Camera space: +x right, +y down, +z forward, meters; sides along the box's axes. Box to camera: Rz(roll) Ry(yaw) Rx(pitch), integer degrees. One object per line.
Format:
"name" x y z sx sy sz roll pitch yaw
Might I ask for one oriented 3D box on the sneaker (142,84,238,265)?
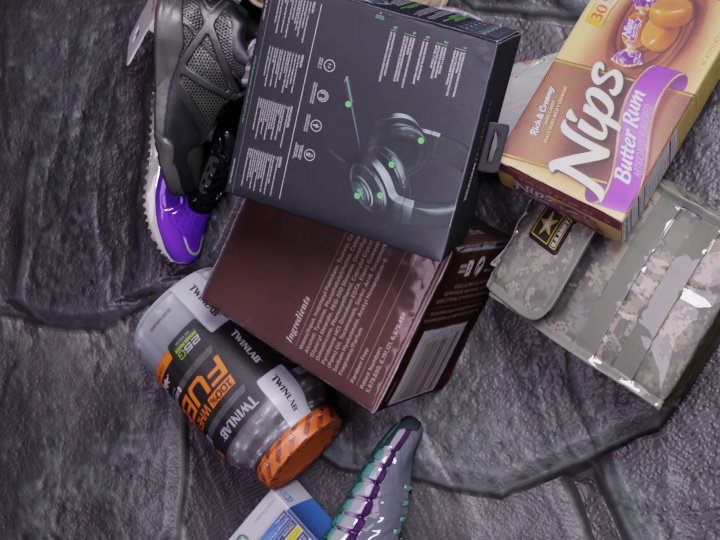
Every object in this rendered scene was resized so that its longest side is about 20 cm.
"sneaker" -0.157 -0.105 1.306 0.098 0.069 0.203 3 94 23

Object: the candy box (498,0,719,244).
"candy box" 0.207 -0.137 1.047 0.116 0.057 0.201 29 79 20

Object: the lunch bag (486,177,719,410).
"lunch bag" 0.218 -0.006 1.107 0.199 0.117 0.165 34 99 22

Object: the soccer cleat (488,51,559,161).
"soccer cleat" 0.174 -0.168 1.150 0.200 0.069 0.078 -43 70 23

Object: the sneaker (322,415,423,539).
"sneaker" 0.021 0.238 1.224 0.087 0.074 0.201 32 78 1

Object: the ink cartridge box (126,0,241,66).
"ink cartridge box" -0.150 -0.281 1.263 0.067 0.116 0.201 28 108 -19

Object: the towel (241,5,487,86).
"towel" 0.007 -0.176 1.143 0.198 0.166 0.086 10 124 14

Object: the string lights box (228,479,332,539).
"string lights box" -0.038 0.314 1.274 0.200 0.059 0.103 45 107 17

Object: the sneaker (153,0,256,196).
"sneaker" -0.135 -0.159 1.217 0.113 0.076 0.202 5 114 -2

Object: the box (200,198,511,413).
"box" 0.000 0.000 1.183 0.199 0.166 0.166 31 106 20

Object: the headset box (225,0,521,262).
"headset box" 0.016 -0.121 1.015 0.198 0.093 0.176 17 109 13

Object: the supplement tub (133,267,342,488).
"supplement tub" -0.117 0.105 1.267 0.200 0.122 0.123 45 109 17

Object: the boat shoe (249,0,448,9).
"boat shoe" -0.013 -0.262 1.233 0.198 0.065 0.073 4 94 25
